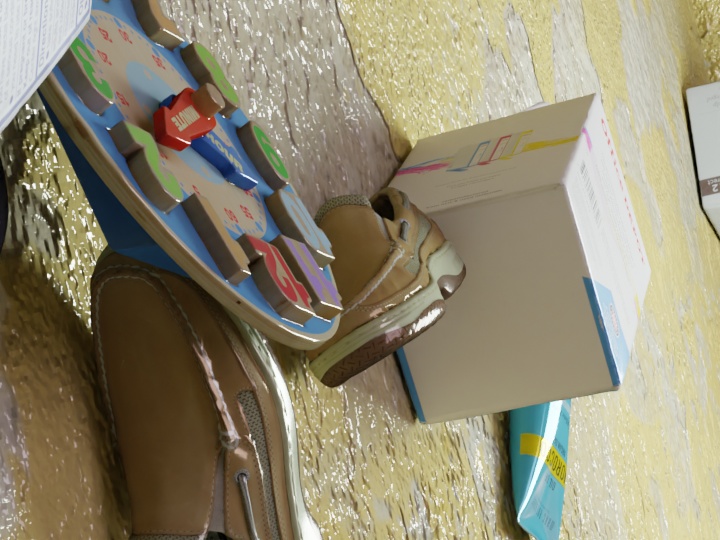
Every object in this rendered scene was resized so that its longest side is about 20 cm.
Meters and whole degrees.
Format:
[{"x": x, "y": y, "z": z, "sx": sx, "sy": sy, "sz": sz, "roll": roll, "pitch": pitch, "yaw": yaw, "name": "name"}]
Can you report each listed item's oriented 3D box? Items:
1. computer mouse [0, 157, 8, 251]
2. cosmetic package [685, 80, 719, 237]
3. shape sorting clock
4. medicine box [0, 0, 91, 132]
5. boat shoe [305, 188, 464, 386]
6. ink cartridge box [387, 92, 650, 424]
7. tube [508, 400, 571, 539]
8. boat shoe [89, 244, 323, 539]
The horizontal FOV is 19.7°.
[{"x": -0.136, "y": -0.071, "z": 0.743, "sx": 0.059, "sy": 0.034, "sz": 0.201, "roll": 56, "pitch": 27, "yaw": -46, "name": "computer mouse"}, {"x": 0.503, "y": -0.126, "z": 2.522, "sx": 0.200, "sy": 0.164, "sz": 0.166, "roll": 47, "pitch": 34, "yaw": -59, "name": "cosmetic package"}, {"x": -0.069, "y": -0.055, "z": 0.781, "sx": 0.200, "sy": 0.039, "sz": 0.200, "roll": 52, "pitch": 15, "yaw": -21, "name": "shape sorting clock"}, {"x": -0.139, "y": -0.123, "z": 0.547, "sx": 0.200, "sy": 0.102, "sz": 0.183, "roll": -69, "pitch": 169, "yaw": -60, "name": "medicine box"}, {"x": 0.000, "y": 0.000, "z": 1.055, "sx": 0.077, "sy": 0.071, "sz": 0.200, "roll": 61, "pitch": 12, "yaw": -5, "name": "boat shoe"}, {"x": 0.094, "y": -0.014, "z": 1.256, "sx": 0.200, "sy": 0.124, "sz": 0.129, "roll": -58, "pitch": 132, "yaw": -66, "name": "ink cartridge box"}, {"x": 0.120, "y": 0.092, "z": 1.404, "sx": 0.077, "sy": 0.050, "sz": 0.201, "roll": 43, "pitch": 42, "yaw": -48, "name": "tube"}, {"x": -0.063, "y": 0.084, "z": 0.813, "sx": 0.076, "sy": 0.071, "sz": 0.201, "roll": -48, "pitch": 124, "yaw": -50, "name": "boat shoe"}]
